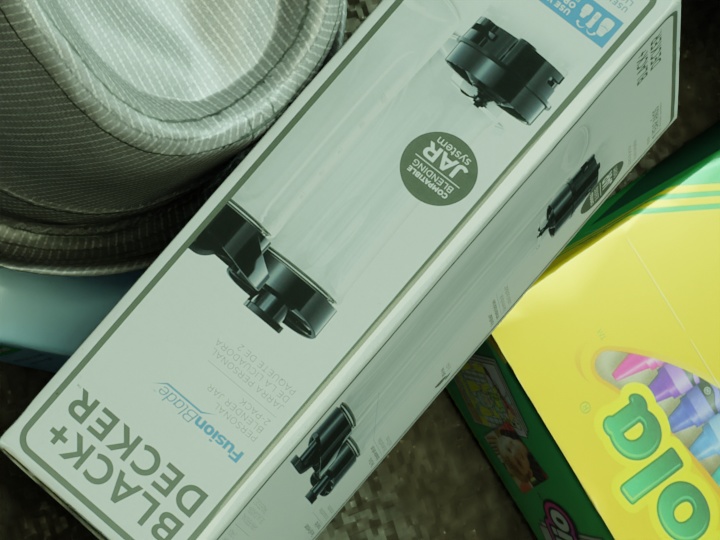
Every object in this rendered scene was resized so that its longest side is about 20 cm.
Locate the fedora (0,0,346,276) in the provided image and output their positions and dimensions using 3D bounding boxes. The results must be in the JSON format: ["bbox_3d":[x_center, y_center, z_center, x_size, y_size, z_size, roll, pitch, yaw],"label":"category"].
[{"bbox_3d":[-0.076,-0.096,0.711,0.177,0.090,0.200,-29,96,-26],"label":"fedora"}]

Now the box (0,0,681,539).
[{"bbox_3d":[0.000,0.000,0.739,0.060,0.117,0.200,39,85,13],"label":"box"}]

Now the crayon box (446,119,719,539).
[{"bbox_3d":[0.141,0.057,0.860,0.173,0.058,0.200,-35,98,-24],"label":"crayon box"}]

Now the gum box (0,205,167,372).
[{"bbox_3d":[-0.145,-0.072,0.751,0.200,0.045,0.170,13,79,-23],"label":"gum box"}]
